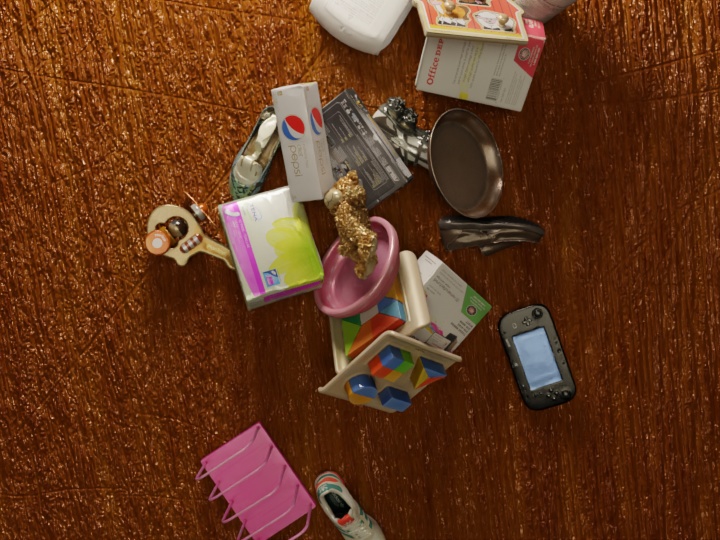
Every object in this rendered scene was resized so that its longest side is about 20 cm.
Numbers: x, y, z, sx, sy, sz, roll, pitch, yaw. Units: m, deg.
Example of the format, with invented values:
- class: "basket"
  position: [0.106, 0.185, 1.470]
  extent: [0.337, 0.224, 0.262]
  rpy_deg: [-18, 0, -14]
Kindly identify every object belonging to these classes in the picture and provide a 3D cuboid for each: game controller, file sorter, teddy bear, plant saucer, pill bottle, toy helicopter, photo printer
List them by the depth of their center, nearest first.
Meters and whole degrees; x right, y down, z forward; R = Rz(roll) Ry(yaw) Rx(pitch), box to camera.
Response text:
- class: "teddy bear"
  position: [-0.017, -0.079, 1.322]
  extent: [0.066, 0.145, 0.201]
  rpy_deg: [-12, 72, -9]
- class: "pill bottle"
  position: [0.332, -0.506, 1.327]
  extent: [0.114, 0.200, 0.115]
  rpy_deg: [4, 81, -24]
- class: "plant saucer"
  position: [0.000, 0.000, 1.395]
  extent: [0.051, 0.200, 0.201]
  rpy_deg: [34, 94, -35]
- class: "plant saucer"
  position: [0.186, -0.192, 1.398]
  extent: [0.200, 0.032, 0.201]
  rpy_deg: [8, 78, -40]
- class: "photo printer"
  position: [0.014, -0.507, 1.401]
  extent: [0.166, 0.069, 0.200]
  rpy_deg: [32, 94, -3]
- class: "toy helicopter"
  position: [-0.299, -0.063, 1.443]
  extent: [0.199, 0.079, 0.133]
  rpy_deg: [25, 85, -13]
- class: "file sorter"
  position: [-0.198, 0.418, 1.445]
  extent: [0.139, 0.125, 0.200]
  rpy_deg: [-33, 94, 2]
- class: "game controller"
  position: [0.337, 0.166, 1.472]
  extent: [0.104, 0.042, 0.201]
  rpy_deg: [-20, 94, 1]

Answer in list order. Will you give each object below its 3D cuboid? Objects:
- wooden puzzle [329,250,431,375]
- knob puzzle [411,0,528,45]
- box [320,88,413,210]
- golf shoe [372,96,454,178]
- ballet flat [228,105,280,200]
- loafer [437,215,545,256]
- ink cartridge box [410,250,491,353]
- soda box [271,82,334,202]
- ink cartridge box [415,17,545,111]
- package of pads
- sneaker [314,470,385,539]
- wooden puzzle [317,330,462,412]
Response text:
- class: "wooden puzzle"
  position: [0.024, 0.073, 1.374]
  extent: [0.200, 0.186, 0.037]
  rpy_deg: [-34, 130, 22]
- class: "knob puzzle"
  position: [0.186, -0.458, 1.313]
  extent: [0.219, 0.220, 0.031]
  rpy_deg: [10, 137, -1]
- class: "box"
  position: [-0.023, -0.204, 1.409]
  extent: [0.158, 0.048, 0.200]
  rpy_deg: [-34, 94, 25]
- class: "golf shoe"
  position: [0.098, -0.224, 1.432]
  extent: [0.094, 0.078, 0.200]
  rpy_deg: [-40, 97, 25]
- class: "ballet flat"
  position: [-0.192, -0.219, 1.423]
  extent: [0.074, 0.074, 0.201]
  rpy_deg: [25, 94, -3]
- class: "loafer"
  position: [0.244, -0.063, 1.445]
  extent: [0.199, 0.073, 0.071]
  rpy_deg: [3, 105, 4]
- class: "ink cartridge box"
  position: [0.118, 0.090, 1.423]
  extent: [0.145, 0.084, 0.200]
  rpy_deg: [39, 93, -23]
- class: "soda box"
  position: [-0.099, -0.226, 1.362]
  extent: [0.063, 0.068, 0.201]
  rpy_deg: [-4, 106, 22]
- class: "ink cartridge box"
  position: [0.210, -0.384, 1.374]
  extent: [0.199, 0.084, 0.146]
  rpy_deg: [12, 132, -2]
- class: "package of pads"
  position: [-0.159, -0.046, 1.397]
  extent: [0.154, 0.068, 0.201]
  rpy_deg: [-17, 74, -12]
- class: "sneaker"
  position: [-0.021, 0.480, 1.467]
  extent: [0.070, 0.093, 0.200]
  rpy_deg: [-35, 94, 2]
- class: "wooden puzzle"
  position: [0.055, 0.191, 1.341]
  extent: [0.185, 0.046, 0.200]
  rpy_deg: [23, 128, -40]
